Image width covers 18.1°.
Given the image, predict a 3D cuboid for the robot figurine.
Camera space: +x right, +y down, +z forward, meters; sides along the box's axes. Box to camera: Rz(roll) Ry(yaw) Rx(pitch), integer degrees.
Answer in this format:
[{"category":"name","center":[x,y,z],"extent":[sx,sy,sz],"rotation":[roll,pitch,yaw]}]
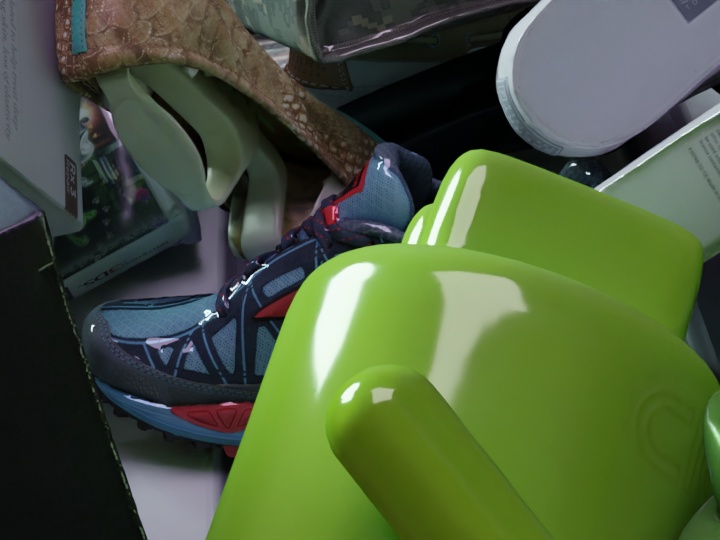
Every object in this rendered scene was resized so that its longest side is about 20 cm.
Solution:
[{"category":"robot figurine","center":[0.020,0.074,0.549],"extent":[0.115,0.175,0.201],"rotation":[22,70,-7]}]

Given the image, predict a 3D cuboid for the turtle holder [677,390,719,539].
[{"category":"turtle holder","center":[0.138,0.113,0.477],"extent":[0.140,0.132,0.186],"rotation":[-14,29,-13]}]

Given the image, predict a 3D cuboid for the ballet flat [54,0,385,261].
[{"category":"ballet flat","center":[-0.042,-0.040,0.796],"extent":[0.070,0.200,0.066],"rotation":[-13,53,36]}]

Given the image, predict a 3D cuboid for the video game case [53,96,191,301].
[{"category":"video game case","center":[-0.184,-0.051,0.828],"extent":[0.181,0.023,0.200],"rotation":[-29,66,-5]}]

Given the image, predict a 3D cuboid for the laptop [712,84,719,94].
[{"category":"laptop","center":[0.222,-0.121,0.867],"extent":[0.177,0.104,0.200],"rotation":[-4,29,44]}]

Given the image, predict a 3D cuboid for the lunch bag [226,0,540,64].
[{"category":"lunch bag","center":[0.042,-0.157,0.852],"extent":[0.199,0.118,0.164],"rotation":[-15,16,-15]}]

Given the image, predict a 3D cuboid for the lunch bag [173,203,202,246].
[{"category":"lunch bag","center":[-0.161,-0.079,0.916],"extent":[0.169,0.127,0.201],"rotation":[-14,60,-3]}]

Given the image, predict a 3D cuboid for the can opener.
[{"category":"can opener","center":[0.034,-0.063,0.907],"extent":[0.199,0.079,0.063],"rotation":[-23,35,-6]}]

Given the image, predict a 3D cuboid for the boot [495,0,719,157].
[{"category":"boot","center":[0.128,-0.111,0.753],"extent":[0.200,0.074,0.096],"rotation":[-32,7,3]}]

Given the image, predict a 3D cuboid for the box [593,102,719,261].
[{"category":"box","center":[0.133,-0.047,0.679],"extent":[0.144,0.036,0.200],"rotation":[-35,-1,36]}]

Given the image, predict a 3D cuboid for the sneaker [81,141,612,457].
[{"category":"sneaker","center":[0.000,0.000,0.760],"extent":[0.199,0.096,0.079],"rotation":[-6,25,4]}]

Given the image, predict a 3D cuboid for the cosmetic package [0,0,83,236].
[{"category":"cosmetic package","center":[-0.198,-0.056,0.759],"extent":[0.199,0.081,0.113],"rotation":[-14,69,15]}]

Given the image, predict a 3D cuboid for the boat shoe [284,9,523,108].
[{"category":"boat shoe","center":[0.057,-0.111,0.977],"extent":[0.199,0.069,0.075],"rotation":[-26,33,-29]}]

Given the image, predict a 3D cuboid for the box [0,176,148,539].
[{"category":"box","center":[-0.145,0.048,0.614],"extent":[0.104,0.183,0.200],"rotation":[-27,33,-22]}]
